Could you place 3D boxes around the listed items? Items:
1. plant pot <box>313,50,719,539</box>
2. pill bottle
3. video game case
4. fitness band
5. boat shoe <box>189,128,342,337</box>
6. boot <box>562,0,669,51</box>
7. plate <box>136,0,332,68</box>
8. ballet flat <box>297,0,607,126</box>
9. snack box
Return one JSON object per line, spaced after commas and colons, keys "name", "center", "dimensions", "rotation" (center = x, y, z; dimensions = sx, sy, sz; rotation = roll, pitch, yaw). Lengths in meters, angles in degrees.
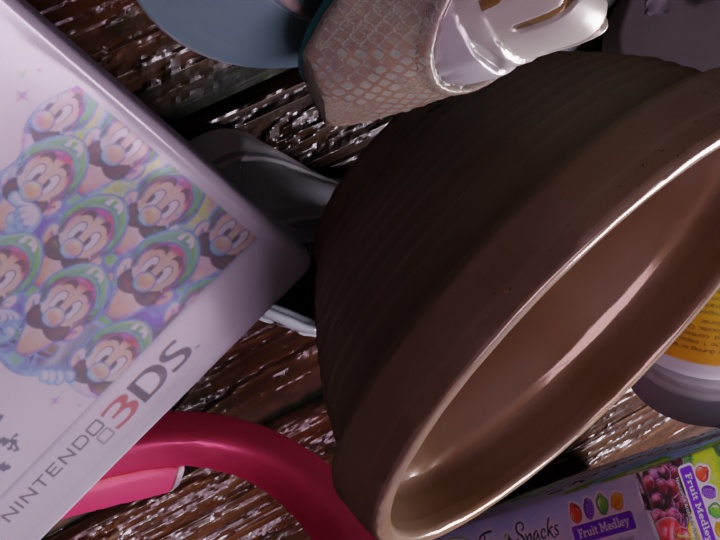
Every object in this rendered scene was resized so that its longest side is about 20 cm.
{"name": "plant pot", "center": [0.049, -0.008, 0.921], "dimensions": [0.201, 0.093, 0.201], "rotation": [-41, 163, -15]}
{"name": "pill bottle", "center": [0.150, -0.027, 1.111], "dimensions": [0.112, 0.113, 0.200], "rotation": [-30, 147, -19]}
{"name": "video game case", "center": [-0.138, 0.007, 0.865], "dimensions": [0.182, 0.024, 0.200], "rotation": [-45, 130, 5]}
{"name": "fitness band", "center": [-0.079, 0.119, 1.005], "dimensions": [0.199, 0.144, 0.038], "rotation": [-14, 140, -37]}
{"name": "boat shoe", "center": [0.000, 0.000, 1.018], "dimensions": [0.072, 0.069, 0.200], "rotation": [-47, 148, 9]}
{"name": "boot", "center": [0.077, -0.143, 0.926], "dimensions": [0.162, 0.073, 0.198], "rotation": [-42, 156, 4]}
{"name": "plate", "center": [0.021, -0.130, 0.774], "dimensions": [0.199, 0.026, 0.201], "rotation": [-26, 147, -18]}
{"name": "ballet flat", "center": [0.062, -0.103, 0.767], "dimensions": [0.200, 0.062, 0.067], "rotation": [-46, 148, 14]}
{"name": "snack box", "center": [0.121, 0.111, 1.211], "dimensions": [0.142, 0.053, 0.200], "rotation": [-18, 176, -35]}
